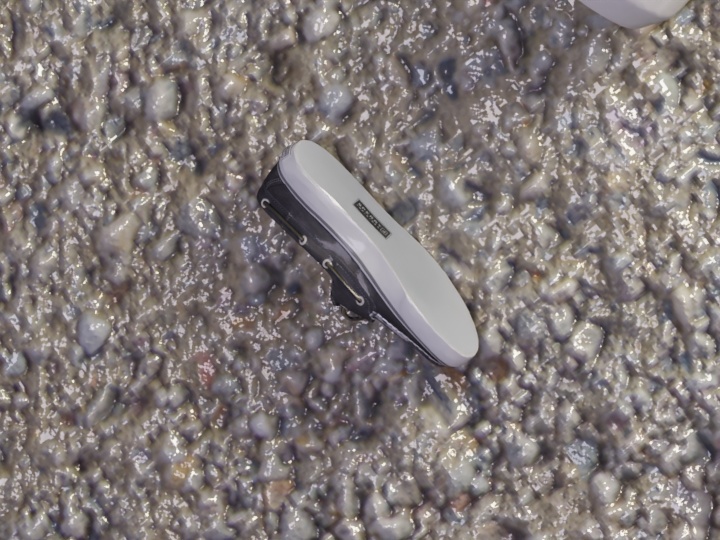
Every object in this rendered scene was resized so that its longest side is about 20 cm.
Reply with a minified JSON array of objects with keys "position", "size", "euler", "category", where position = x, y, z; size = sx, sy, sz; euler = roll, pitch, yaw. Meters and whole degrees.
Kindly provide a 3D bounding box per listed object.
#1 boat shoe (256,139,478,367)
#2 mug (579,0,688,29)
[{"position":[0.000,0.000,1.698],"size":[0.200,0.070,0.066],"euler":[47,119,2],"category":"boat shoe"},{"position":[0.194,-0.258,1.615],"size":[0.149,0.187,0.154],"euler":[25,111,-24],"category":"mug"}]
